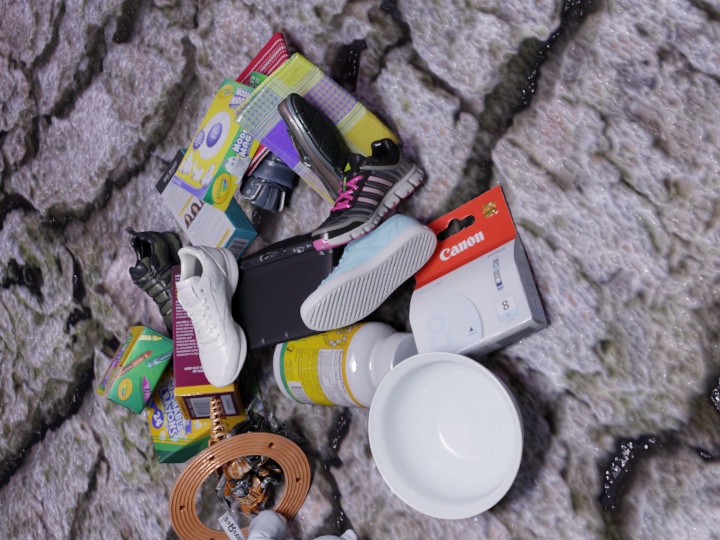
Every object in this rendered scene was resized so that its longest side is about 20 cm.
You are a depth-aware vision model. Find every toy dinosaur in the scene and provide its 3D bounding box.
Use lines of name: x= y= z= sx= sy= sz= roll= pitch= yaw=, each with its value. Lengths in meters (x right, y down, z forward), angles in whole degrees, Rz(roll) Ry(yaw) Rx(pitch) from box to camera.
toy dinosaur: x=-0.157 y=0.256 z=1.614 sx=0.102 sy=0.136 sz=0.200 roll=28 pitch=144 yaw=26

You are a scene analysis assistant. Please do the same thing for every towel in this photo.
towel: x=-0.141 y=-0.243 z=1.692 sx=0.145 sy=0.022 sz=0.200 roll=-45 pitch=39 yaw=25
towel: x=-0.058 y=-0.188 z=1.584 sx=0.144 sy=0.200 sz=0.023 roll=-39 pitch=23 yaw=25

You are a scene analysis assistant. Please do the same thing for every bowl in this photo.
bowl: x=0.117 y=0.191 z=1.403 sx=0.201 sy=0.090 sz=0.201 roll=2 pitch=94 yaw=31

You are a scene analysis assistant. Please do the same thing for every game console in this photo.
game console: x=-0.082 y=0.017 z=1.605 sx=0.200 sy=0.176 sz=0.117 roll=-15 pitch=99 yaw=39

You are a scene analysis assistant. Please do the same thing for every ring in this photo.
ring: x=-0.163 y=0.298 z=1.581 sx=0.201 sy=0.200 sz=0.019 roll=-61 pitch=37 yaw=16

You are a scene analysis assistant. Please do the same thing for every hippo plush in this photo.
hippo plush: x=-0.074 y=0.376 z=1.530 sx=0.161 sy=0.200 sz=0.159 roll=-11 pitch=35 yaw=18

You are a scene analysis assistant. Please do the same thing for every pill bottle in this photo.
pill bottle: x=-0.008 y=0.122 z=1.526 sx=0.200 sy=0.113 sz=0.113 roll=-2 pitch=81 yaw=42

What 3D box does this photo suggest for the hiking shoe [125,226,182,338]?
hiking shoe: x=-0.317 y=0.024 z=1.826 sx=0.076 sy=0.101 sz=0.200 roll=-40 pitch=59 yaw=31

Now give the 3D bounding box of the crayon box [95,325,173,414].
crayon box: x=-0.342 y=0.148 z=1.774 sx=0.119 sy=0.058 sz=0.200 roll=-63 pitch=14 yaw=-11

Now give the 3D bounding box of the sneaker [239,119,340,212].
sneaker: x=-0.096 y=-0.156 z=1.665 sx=0.202 sy=0.077 sz=0.146 roll=1 pitch=72 yaw=51

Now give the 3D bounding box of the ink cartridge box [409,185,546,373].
ink cartridge box: x=0.128 y=0.009 z=1.453 sx=0.160 sy=0.047 sz=0.200 roll=-29 pitch=63 yaw=28

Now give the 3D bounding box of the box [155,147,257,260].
box: x=-0.241 y=-0.095 z=1.813 sx=0.082 sy=0.049 sz=0.200 roll=-52 pitch=53 yaw=22

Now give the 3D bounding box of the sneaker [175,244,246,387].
sneaker: x=-0.211 y=0.060 z=1.571 sx=0.075 sy=0.100 sz=0.200 roll=-21 pitch=68 yaw=31

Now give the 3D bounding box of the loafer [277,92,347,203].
loafer: x=-0.054 y=-0.145 z=1.560 sx=0.063 sy=0.200 sz=0.072 roll=-26 pitch=29 yaw=27

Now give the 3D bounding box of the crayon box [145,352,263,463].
crayon box: x=-0.243 y=0.194 z=1.764 sx=0.200 sy=0.052 sz=0.126 roll=-35 pitch=61 yaw=32

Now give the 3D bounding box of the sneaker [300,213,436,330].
sneaker: x=0.000 y=0.000 z=1.491 sx=0.200 sy=0.074 sz=0.082 roll=-34 pitch=41 yaw=-12

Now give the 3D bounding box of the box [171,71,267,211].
box: x=-0.186 y=-0.193 z=1.661 sx=0.117 sy=0.048 sz=0.200 roll=29 pitch=91 yaw=55

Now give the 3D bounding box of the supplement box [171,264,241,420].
supplement box: x=-0.221 y=0.101 z=1.677 sx=0.086 sy=0.110 sz=0.200 roll=-4 pitch=65 yaw=-3

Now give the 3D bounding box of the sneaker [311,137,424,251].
sneaker: x=-0.004 y=-0.103 z=1.506 sx=0.074 sy=0.200 sz=0.088 roll=-10 pitch=118 yaw=54
